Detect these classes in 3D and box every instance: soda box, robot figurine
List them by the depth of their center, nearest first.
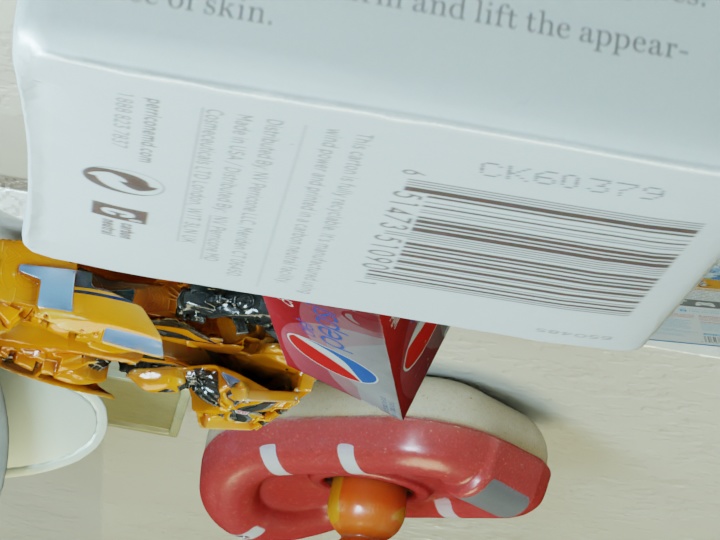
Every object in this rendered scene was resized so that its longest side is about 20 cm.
[{"bbox_3d":[0.000,0.000,1.287,0.063,0.070,0.200,25,166,11],"label":"soda box"},{"bbox_3d":[-0.110,0.035,1.500,0.200,0.058,0.145,14,161,-16],"label":"robot figurine"}]

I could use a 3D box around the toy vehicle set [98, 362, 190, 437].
[{"bbox_3d":[-0.192,0.051,1.659,0.200,0.027,0.124,10,164,-6],"label":"toy vehicle set"}]

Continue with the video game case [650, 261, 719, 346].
[{"bbox_3d":[0.123,-0.004,1.325,0.143,0.018,0.200,6,164,13],"label":"video game case"}]

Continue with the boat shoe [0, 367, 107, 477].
[{"bbox_3d":[-0.233,0.066,1.606,0.199,0.073,0.062,1,-160,1],"label":"boat shoe"}]

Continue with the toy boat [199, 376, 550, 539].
[{"bbox_3d":[0.002,0.134,1.655,0.200,0.131,0.130,-4,159,36],"label":"toy boat"}]

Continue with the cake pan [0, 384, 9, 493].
[{"bbox_3d":[-0.282,0.085,1.541,0.200,0.201,0.037,12,-172,-11],"label":"cake pan"}]

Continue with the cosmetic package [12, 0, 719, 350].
[{"bbox_3d":[0.015,-0.105,0.705,0.165,0.200,0.165,9,164,-4],"label":"cosmetic package"}]
